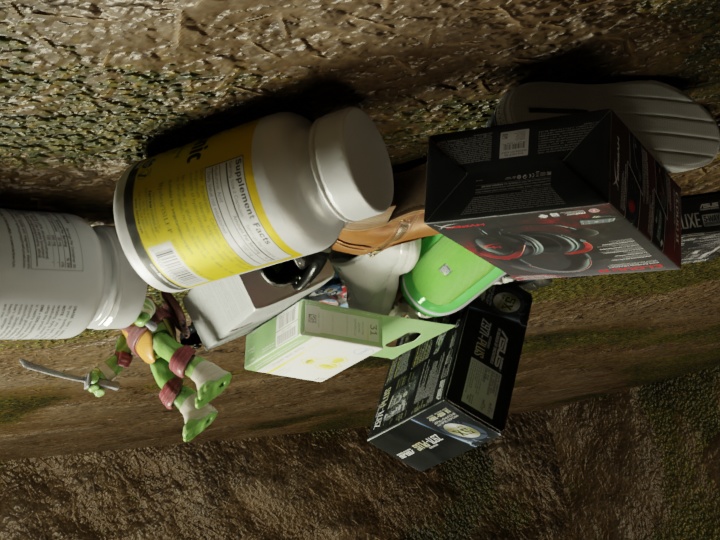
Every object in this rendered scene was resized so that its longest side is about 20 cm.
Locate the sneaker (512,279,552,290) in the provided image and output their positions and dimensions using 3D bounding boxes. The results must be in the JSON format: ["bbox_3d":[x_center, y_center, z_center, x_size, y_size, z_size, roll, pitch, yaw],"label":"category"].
[{"bbox_3d":[0.146,0.001,1.347,0.200,0.073,0.082,-26,143,36],"label":"sneaker"}]

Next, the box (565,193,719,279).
[{"bbox_3d":[0.360,-0.041,1.315,0.200,0.050,0.158,-8,167,-5],"label":"box"}]

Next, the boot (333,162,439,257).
[{"bbox_3d":[0.062,-0.049,1.025,0.200,0.077,0.155,-5,165,-10],"label":"boot"}]

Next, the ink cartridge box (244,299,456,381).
[{"bbox_3d":[-0.012,0.087,1.219,0.200,0.048,0.145,13,154,-28],"label":"ink cartridge box"}]

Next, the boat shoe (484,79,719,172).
[{"bbox_3d":[0.195,-0.117,0.883,0.200,0.072,0.071,7,170,-17],"label":"boat shoe"}]

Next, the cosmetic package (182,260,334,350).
[{"bbox_3d":[-0.114,0.019,1.157,0.102,0.074,0.200,-23,173,-25],"label":"cosmetic package"}]

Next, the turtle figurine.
[{"bbox_3d":[-0.250,0.099,1.170,0.144,0.194,0.200,-53,163,9],"label":"turtle figurine"}]

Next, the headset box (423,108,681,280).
[{"bbox_3d":[0.162,-0.049,0.857,0.148,0.075,0.200,-4,163,31],"label":"headset box"}]

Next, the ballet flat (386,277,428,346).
[{"bbox_3d":[0.058,0.038,1.302,0.068,0.072,0.200,-5,152,-37],"label":"ballet flat"}]

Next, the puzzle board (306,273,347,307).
[{"bbox_3d":[0.000,0.023,1.330,0.151,0.017,0.200,-35,156,25],"label":"puzzle board"}]

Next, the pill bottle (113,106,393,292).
[{"bbox_3d":[-0.080,-0.057,0.830,0.200,0.112,0.111,-15,165,24],"label":"pill bottle"}]

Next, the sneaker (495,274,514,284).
[{"bbox_3d":[0.198,-0.031,1.219,0.200,0.075,0.081,-15,174,27],"label":"sneaker"}]

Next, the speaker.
[{"bbox_3d":[0.115,-0.019,1.136,0.088,0.089,0.200,-3,158,-25],"label":"speaker"}]

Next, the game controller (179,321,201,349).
[{"bbox_3d":[-0.163,0.066,1.434,0.104,0.042,0.200,0,165,-32],"label":"game controller"}]

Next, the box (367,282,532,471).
[{"bbox_3d":[0.107,0.116,1.282,0.086,0.200,0.164,32,142,-18],"label":"box"}]

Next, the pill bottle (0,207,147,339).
[{"bbox_3d":[-0.295,0.003,0.937,0.200,0.114,0.113,4,162,-41],"label":"pill bottle"}]

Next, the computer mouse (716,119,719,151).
[{"bbox_3d":[0.269,-0.107,0.978,0.200,0.053,0.139,-11,167,7],"label":"computer mouse"}]

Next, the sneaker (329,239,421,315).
[{"bbox_3d":[0.000,0.000,1.197,0.088,0.075,0.200,6,144,-13],"label":"sneaker"}]

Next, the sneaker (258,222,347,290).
[{"bbox_3d":[-0.067,-0.024,0.961,0.074,0.088,0.200,38,161,-9],"label":"sneaker"}]
